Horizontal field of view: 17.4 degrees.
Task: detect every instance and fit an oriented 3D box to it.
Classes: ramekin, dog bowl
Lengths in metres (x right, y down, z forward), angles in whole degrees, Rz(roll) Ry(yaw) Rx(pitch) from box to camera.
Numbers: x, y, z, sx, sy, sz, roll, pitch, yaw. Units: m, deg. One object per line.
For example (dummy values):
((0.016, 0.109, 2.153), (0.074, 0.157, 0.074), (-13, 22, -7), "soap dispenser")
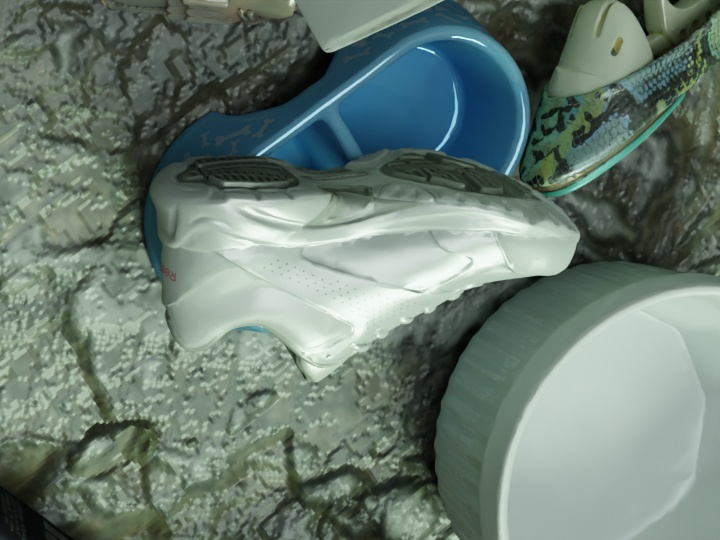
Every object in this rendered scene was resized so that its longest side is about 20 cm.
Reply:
((0.131, 0.089, 1.168), (0.200, 0.105, 0.201), (-7, 107, -25), "ramekin")
((-0.005, -0.047, 1.095), (0.200, 0.050, 0.112), (-37, 117, -13), "dog bowl")

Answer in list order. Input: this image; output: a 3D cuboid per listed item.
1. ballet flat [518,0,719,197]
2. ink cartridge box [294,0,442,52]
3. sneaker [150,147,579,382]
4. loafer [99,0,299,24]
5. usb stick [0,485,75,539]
((0.139, -0.115, 1.133), (0.200, 0.074, 0.074), (-39, 118, -27), "ballet flat")
((0.054, -0.212, 0.978), (0.200, 0.145, 0.147), (-36, 99, -32), "ink cartridge box")
((0.000, 0.000, 1.049), (0.199, 0.078, 0.100), (1, 111, -17), "sneaker")
((-0.024, -0.143, 1.039), (0.199, 0.063, 0.072), (-15, 150, -24), "loafer")
((-0.128, 0.151, 1.077), (0.033, 0.056, 0.200), (-37, 126, 13), "usb stick")
